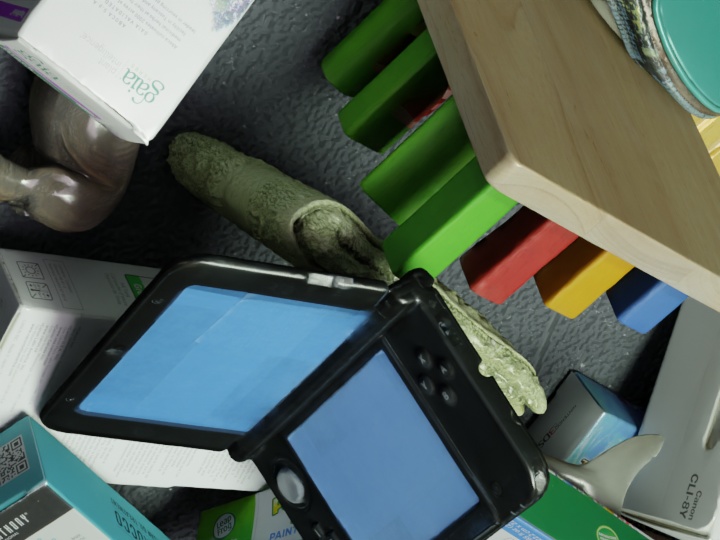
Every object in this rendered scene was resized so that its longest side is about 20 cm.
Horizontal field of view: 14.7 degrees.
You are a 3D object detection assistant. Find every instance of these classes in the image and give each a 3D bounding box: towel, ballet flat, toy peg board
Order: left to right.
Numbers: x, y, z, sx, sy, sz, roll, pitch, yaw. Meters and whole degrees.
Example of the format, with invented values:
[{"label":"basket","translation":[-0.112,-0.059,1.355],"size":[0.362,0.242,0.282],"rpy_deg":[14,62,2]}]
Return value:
[{"label":"towel","translation":[0.000,0.000,1.400],"size":[0.200,0.148,0.037],"rpy_deg":[36,88,-37]},{"label":"toy peg board","translation":[0.080,-0.057,1.377],"size":[0.199,0.201,0.098],"rpy_deg":[27,123,-39]},{"label":"ballet flat","translation":[0.137,-0.162,1.407],"size":[0.074,0.074,0.201],"rpy_deg":[-31,124,-5]}]

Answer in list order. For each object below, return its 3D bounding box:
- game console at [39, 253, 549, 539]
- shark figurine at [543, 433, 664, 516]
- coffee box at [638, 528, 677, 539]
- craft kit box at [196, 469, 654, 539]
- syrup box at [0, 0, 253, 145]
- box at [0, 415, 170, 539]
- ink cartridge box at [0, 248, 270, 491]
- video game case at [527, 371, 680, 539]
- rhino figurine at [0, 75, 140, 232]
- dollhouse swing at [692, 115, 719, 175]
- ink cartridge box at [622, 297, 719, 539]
[{"label":"game console","translation":[-0.035,0.085,1.320],"size":[0.116,0.176,0.200],"rpy_deg":[-27,170,-35]},{"label":"shark figurine","translation":[0.046,0.097,1.524],"size":[0.213,0.090,0.128],"rpy_deg":[-11,138,24]},{"label":"coffee box","translation":[0.186,0.224,1.629],"size":[0.200,0.080,0.115],"rpy_deg":[21,112,-48]},{"label":"craft kit box","translation":[0.048,0.163,1.495],"size":[0.197,0.049,0.200],"rpy_deg":[-23,137,35]},{"label":"syrup box","translation":[-0.076,-0.161,1.241],"size":[0.079,0.081,0.200],"rpy_deg":[38,86,-22]},{"label":"box","translation":[-0.140,0.161,1.425],"size":[0.082,0.049,0.200],"rpy_deg":[-33,133,10]},{"label":"ink cartridge box","translation":[-0.112,0.054,1.425],"size":[0.199,0.050,0.109],"rpy_deg":[7,126,-34]},{"label":"video game case","translation":[0.143,0.173,1.668],"size":[0.200,0.045,0.182],"rpy_deg":[28,106,-39]},{"label":"rhino figurine","translation":[-0.123,-0.106,1.312],"size":[0.087,0.060,0.201],"rpy_deg":[17,106,-31]},{"label":"dollhouse swing","translation":[0.295,-0.090,1.486],"size":[0.176,0.181,0.200],"rpy_deg":[-50,135,-15]},{"label":"ink cartridge box","translation":[0.258,0.105,1.620],"size":[0.199,0.083,0.146],"rpy_deg":[24,82,-39]}]
